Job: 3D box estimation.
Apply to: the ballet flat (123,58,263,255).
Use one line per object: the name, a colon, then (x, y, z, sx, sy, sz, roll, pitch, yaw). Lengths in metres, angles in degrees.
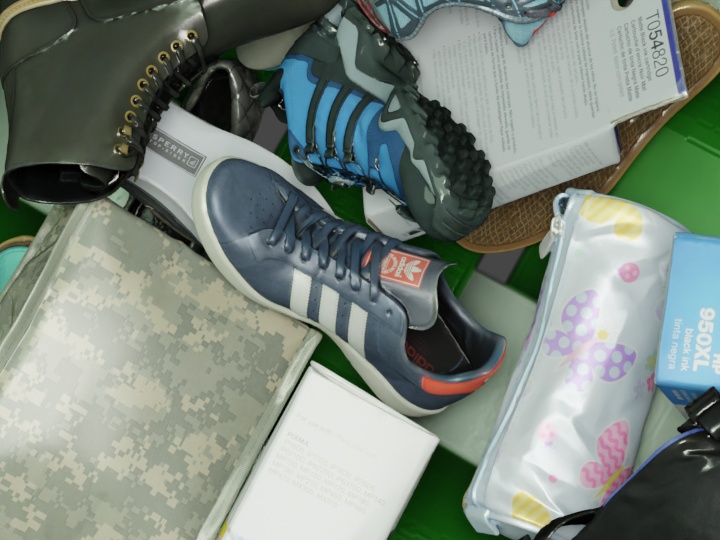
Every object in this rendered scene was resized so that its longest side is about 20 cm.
ballet flat: (-0.118, -0.035, 1.504, 0.066, 0.057, 0.201, 21, 84, 19)

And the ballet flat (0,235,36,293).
ballet flat: (-0.191, 0.081, 1.498, 0.068, 0.063, 0.202, 3, 86, 7)

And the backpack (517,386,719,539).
backpack: (0.205, 0.156, 1.288, 0.200, 0.189, 0.155, -45, 60, 46)

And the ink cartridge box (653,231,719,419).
ink cartridge box: (0.265, 0.043, 1.340, 0.198, 0.145, 0.085, 6, 81, 16)

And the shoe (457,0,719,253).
shoe: (0.129, -0.084, 1.457, 0.200, 0.053, 0.070, -39, 112, 10)

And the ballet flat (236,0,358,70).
ballet flat: (-0.002, -0.190, 1.456, 0.199, 0.064, 0.068, -32, 50, 14)

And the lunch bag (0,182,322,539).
lunch bag: (-0.143, 0.082, 1.415, 0.163, 0.117, 0.201, 32, 76, -14)

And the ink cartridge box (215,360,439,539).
ink cartridge box: (-0.039, 0.160, 1.389, 0.085, 0.148, 0.201, 30, 86, 2)

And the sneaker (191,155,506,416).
sneaker: (0.000, 0.000, 1.379, 0.084, 0.200, 0.075, -21, 38, 50)

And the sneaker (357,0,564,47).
sneaker: (0.094, -0.174, 1.388, 0.198, 0.079, 0.096, -9, 106, 9)

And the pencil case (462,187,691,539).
pencil case: (0.122, 0.057, 1.402, 0.083, 0.090, 0.202, 12, 82, 46)

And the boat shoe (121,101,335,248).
boat shoe: (-0.090, -0.051, 1.454, 0.199, 0.057, 0.069, 37, 82, 2)

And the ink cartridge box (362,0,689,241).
ink cartridge box: (0.088, -0.134, 1.434, 0.199, 0.041, 0.201, -20, 55, 23)

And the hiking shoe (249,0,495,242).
hiking shoe: (0.008, -0.066, 1.381, 0.087, 0.074, 0.200, -45, 39, 12)

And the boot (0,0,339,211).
boot: (-0.101, -0.102, 1.375, 0.198, 0.078, 0.139, -12, 53, 12)
